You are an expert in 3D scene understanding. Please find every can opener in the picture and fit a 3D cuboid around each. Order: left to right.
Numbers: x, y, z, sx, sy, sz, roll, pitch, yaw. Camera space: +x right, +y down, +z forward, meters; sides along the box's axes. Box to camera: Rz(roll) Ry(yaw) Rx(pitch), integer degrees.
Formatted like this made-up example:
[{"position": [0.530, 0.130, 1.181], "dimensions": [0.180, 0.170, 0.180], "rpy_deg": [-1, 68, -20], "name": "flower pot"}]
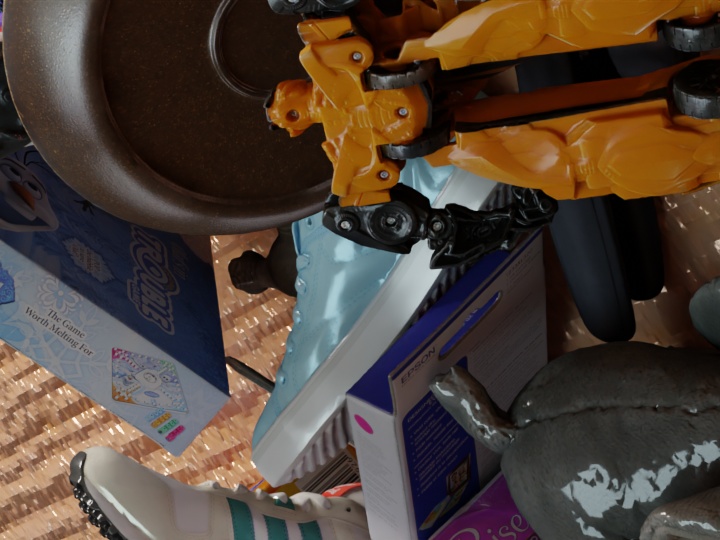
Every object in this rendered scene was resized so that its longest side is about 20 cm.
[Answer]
[{"position": [0.089, -0.050, 0.971], "dimensions": [0.079, 0.063, 0.200], "rpy_deg": [23, 138, 34], "name": "can opener"}]

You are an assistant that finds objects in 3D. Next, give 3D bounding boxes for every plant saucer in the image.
[{"position": [-0.036, -0.096, 0.948], "dimensions": [0.032, 0.200, 0.201], "rpy_deg": [50, 158, 51], "name": "plant saucer"}]

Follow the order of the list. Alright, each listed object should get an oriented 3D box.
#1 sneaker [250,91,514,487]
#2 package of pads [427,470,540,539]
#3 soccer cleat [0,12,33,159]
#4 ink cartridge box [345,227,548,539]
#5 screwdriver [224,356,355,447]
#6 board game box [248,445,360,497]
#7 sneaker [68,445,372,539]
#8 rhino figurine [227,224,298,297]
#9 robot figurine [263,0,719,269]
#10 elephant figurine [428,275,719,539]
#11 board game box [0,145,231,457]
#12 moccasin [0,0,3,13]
[{"position": [0.000, 0.000, 1.074], "dimensions": [0.082, 0.074, 0.200], "rpy_deg": [41, 110, 19], "name": "sneaker"}, {"position": [0.073, 0.158, 1.075], "dimensions": [0.120, 0.200, 0.076], "rpy_deg": [33, 149, 28], "name": "package of pads"}, {"position": [-0.100, -0.087, 1.011], "dimensions": [0.073, 0.199, 0.068], "rpy_deg": [-100, -2, -67], "name": "soccer cleat"}, {"position": [0.040, 0.057, 1.070], "dimensions": [0.037, 0.095, 0.200], "rpy_deg": [37, 158, 22], "name": "ink cartridge box"}, {"position": [-0.004, 0.081, 1.155], "dimensions": [0.029, 0.028, 0.200], "rpy_deg": [-26, 141, 31], "name": "screwdriver"}, {"position": [-0.050, 0.239, 1.295], "dimensions": [0.200, 0.200, 0.200], "rpy_deg": [50, 147, 1], "name": "board game box"}, {"position": [-0.041, 0.125, 1.172], "dimensions": [0.200, 0.094, 0.070], "rpy_deg": [37, 170, -12], "name": "sneaker"}, {"position": [-0.016, -0.005, 1.138], "dimensions": [0.087, 0.060, 0.200], "rpy_deg": [-7, 122, 57], "name": "rhino figurine"}, {"position": [0.065, -0.074, 0.887], "dimensions": [0.199, 0.058, 0.145], "rpy_deg": [-7, 122, 10], "name": "robot figurine"}, {"position": [0.159, 0.066, 0.954], "dimensions": [0.200, 0.155, 0.142], "rpy_deg": [-22, 88, 54], "name": "elephant figurine"}, {"position": [-0.151, -0.030, 1.120], "dimensions": [0.199, 0.043, 0.200], "rpy_deg": [37, -163, -22], "name": "board game box"}, {"position": [-0.116, -0.106, 1.106], "dimensions": [0.200, 0.080, 0.068], "rpy_deg": [55, -169, -72], "name": "moccasin"}]
